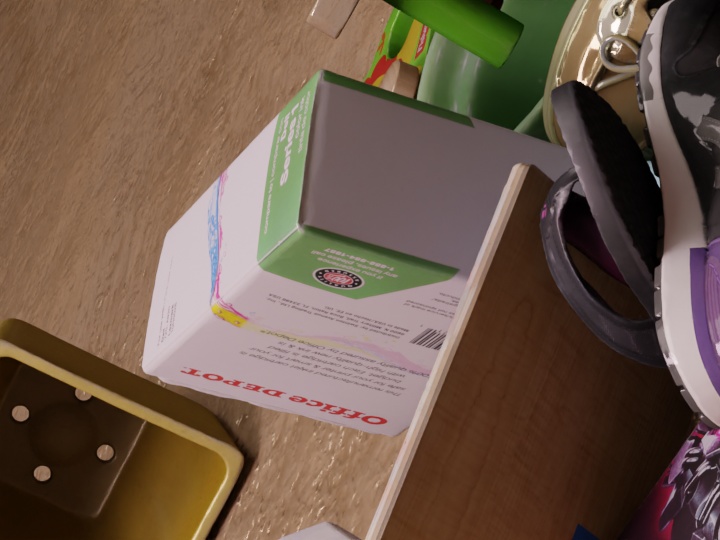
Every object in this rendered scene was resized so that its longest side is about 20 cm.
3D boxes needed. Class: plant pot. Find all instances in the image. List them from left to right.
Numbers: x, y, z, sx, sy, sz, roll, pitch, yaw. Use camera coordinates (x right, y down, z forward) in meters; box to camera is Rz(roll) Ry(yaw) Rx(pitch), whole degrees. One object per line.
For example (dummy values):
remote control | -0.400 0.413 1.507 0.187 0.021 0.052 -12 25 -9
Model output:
plant pot | -0.216 0.147 1.493 0.196 0.194 0.200 -62 12 8

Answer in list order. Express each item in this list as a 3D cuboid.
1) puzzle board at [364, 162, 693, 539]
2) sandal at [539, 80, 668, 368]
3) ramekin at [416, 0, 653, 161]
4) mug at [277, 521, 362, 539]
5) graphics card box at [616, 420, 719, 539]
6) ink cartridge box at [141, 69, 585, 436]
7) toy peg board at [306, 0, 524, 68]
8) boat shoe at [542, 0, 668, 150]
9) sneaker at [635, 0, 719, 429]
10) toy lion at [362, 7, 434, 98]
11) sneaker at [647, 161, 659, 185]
puzzle board | 0.074 0.078 0.863 0.017 0.151 0.200 4 65 47
sandal | 0.110 0.008 0.842 0.048 0.201 0.075 -20 42 16
ramekin | 0.122 -0.119 1.083 0.200 0.098 0.200 -50 25 34
mug | -0.007 0.219 1.018 0.153 0.186 0.149 -58 -12 -5
graphics card box | 0.172 0.088 0.799 0.200 0.051 0.126 -57 21 19
ink cartridge box | 0.000 0.000 0.986 0.200 0.145 0.084 141 140 -57
toy peg board | 0.068 -0.204 1.072 0.200 0.098 0.199 -59 6 15
boat shoe | 0.157 -0.126 0.944 0.201 0.073 0.063 -51 28 11
sneaker | 0.164 -0.035 0.808 0.087 0.076 0.200 -23 48 28
toy lion | 0.026 -0.113 1.375 0.192 0.069 0.200 136 152 -60
sneaker | 0.168 -0.038 0.932 0.200 0.074 0.082 0 61 57
